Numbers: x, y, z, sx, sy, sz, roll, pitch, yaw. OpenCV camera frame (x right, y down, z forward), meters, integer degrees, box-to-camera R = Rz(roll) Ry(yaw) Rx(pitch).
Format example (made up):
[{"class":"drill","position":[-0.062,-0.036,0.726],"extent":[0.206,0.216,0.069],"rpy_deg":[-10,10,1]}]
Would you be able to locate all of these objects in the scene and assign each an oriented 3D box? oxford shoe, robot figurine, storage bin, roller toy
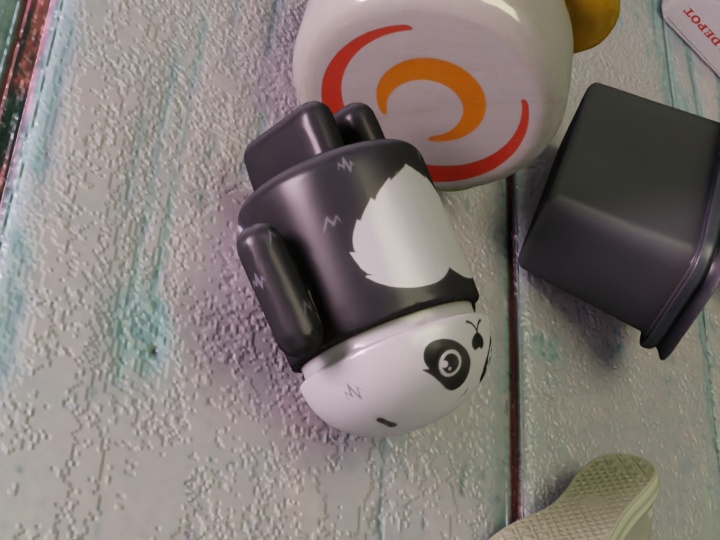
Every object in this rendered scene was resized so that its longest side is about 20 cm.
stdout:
[{"class":"oxford shoe","position":[0.137,0.187,0.780],"extent":[0.200,0.075,0.058],"rpy_deg":[-26,122,-44]},{"class":"robot figurine","position":[0.002,-0.001,0.714],"extent":[0.150,0.125,0.201],"rpy_deg":[-19,78,-13]},{"class":"storage bin","position":[0.210,-0.047,0.934],"extent":[0.134,0.146,0.200],"rpy_deg":[24,48,5]},{"class":"roller toy","position":[0.055,-0.161,0.805],"extent":[0.182,0.200,0.140],"rpy_deg":[29,50,-19]}]

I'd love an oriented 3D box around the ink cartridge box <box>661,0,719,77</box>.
[{"class":"ink cartridge box","position":[0.428,-0.290,1.201],"extent":[0.146,0.200,0.085],"rpy_deg":[41,43,-18]}]
